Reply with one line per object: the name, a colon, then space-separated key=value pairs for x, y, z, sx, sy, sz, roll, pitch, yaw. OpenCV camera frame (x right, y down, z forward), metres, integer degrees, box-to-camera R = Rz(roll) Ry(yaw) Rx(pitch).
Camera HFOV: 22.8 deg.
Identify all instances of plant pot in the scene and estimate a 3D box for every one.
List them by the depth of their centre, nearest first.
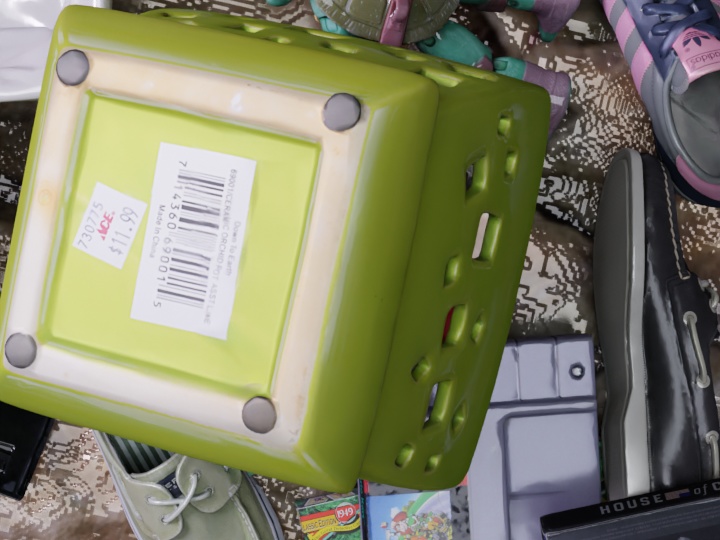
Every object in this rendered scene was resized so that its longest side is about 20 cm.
plant pot: x=-0.044 y=-0.012 z=0.784 sx=0.198 sy=0.181 sz=0.201 roll=14 pitch=95 yaw=17

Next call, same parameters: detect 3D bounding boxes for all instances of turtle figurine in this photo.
turtle figurine: x=0.010 y=-0.133 z=0.900 sx=0.199 sy=0.101 sz=0.150 roll=14 pitch=87 yaw=-12

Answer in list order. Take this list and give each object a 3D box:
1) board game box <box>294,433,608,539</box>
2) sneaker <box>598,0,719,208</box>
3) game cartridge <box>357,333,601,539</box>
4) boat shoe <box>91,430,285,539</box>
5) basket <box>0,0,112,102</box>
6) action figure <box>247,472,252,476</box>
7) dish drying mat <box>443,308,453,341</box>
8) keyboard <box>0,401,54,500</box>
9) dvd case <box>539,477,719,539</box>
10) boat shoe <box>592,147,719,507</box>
board game box: x=0.072 y=0.155 z=0.973 sx=0.199 sy=0.023 sz=0.105 roll=-13 pitch=94 yaw=-1
sneaker: x=0.166 y=-0.128 z=0.918 sx=0.070 sy=0.082 sz=0.201 roll=-24 pitch=96 yaw=0
game cartridge: x=0.064 y=0.137 z=0.944 sx=0.129 sy=0.038 sz=0.201 roll=-4 pitch=95 yaw=-6
boat shoe: x=-0.104 y=0.105 z=0.939 sx=0.072 sy=0.062 sz=0.200 roll=-33 pitch=96 yaw=1
basket: x=-0.219 y=-0.150 z=0.879 sx=0.199 sy=0.123 sz=0.136 roll=-2 pitch=95 yaw=-3
action figure: x=-0.064 y=-0.006 z=0.925 sx=0.118 sy=0.055 sz=0.200 roll=-34 pitch=81 yaw=36
dish drying mat: x=0.000 y=0.000 z=0.955 sx=0.077 sy=0.018 sz=0.201 roll=-26 pitch=96 yaw=-2
keyboard: x=-0.265 y=0.068 z=0.950 sx=0.199 sy=0.040 sz=0.104 roll=21 pitch=72 yaw=-2
dvd case: x=0.184 y=0.203 z=0.921 sx=0.150 sy=0.025 sz=0.201 roll=-12 pitch=110 yaw=3
boat shoe: x=0.159 y=0.036 z=0.933 sx=0.060 sy=0.074 sz=0.201 roll=-1 pitch=83 yaw=-7
